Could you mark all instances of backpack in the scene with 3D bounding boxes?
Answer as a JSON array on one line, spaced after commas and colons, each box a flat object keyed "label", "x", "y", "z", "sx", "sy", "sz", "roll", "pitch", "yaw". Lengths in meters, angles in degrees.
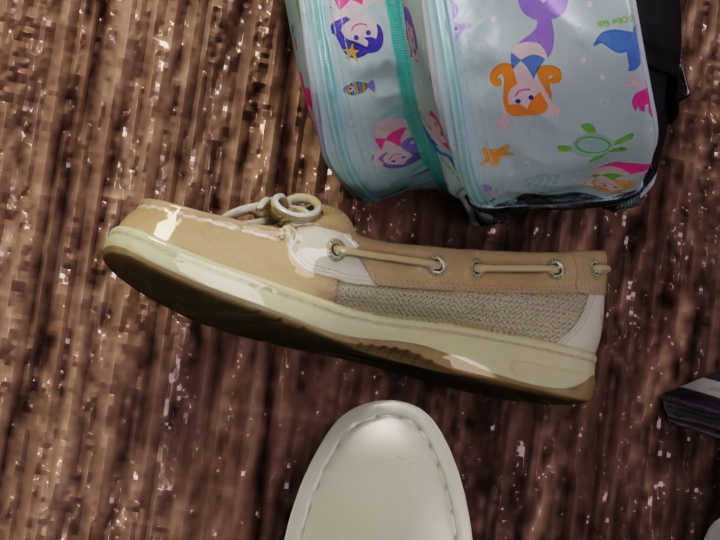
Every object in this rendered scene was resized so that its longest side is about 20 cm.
[{"label": "backpack", "x": 0.047, "y": -0.105, "z": 0.977, "sx": 0.150, "sy": 0.200, "sz": 0.179, "roll": -8, "pitch": 87, "yaw": -1}]

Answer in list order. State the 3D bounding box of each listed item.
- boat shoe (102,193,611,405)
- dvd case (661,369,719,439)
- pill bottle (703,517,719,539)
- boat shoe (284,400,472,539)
[{"label": "boat shoe", "x": 0.002, "y": 0.000, "z": 1.012, "sx": 0.200, "sy": 0.073, "sz": 0.063, "roll": 15, "pitch": 82, "yaw": -21}, {"label": "dvd case", "x": 0.236, "y": 0.031, "z": 1.054, "sx": 0.199, "sy": 0.149, "sz": 0.016, "roll": -21, "pitch": 105, "yaw": -21}, {"label": "pill bottle", "x": 0.236, "y": 0.097, "z": 1.065, "sx": 0.199, "sy": 0.111, "sz": 0.112, "roll": -21, "pitch": 91, "yaw": -21}, {"label": "boat shoe", "x": 0.008, "y": 0.151, "z": 1.006, "sx": 0.071, "sy": 0.061, "sz": 0.202, "roll": 0, "pitch": 80, "yaw": 8}]
